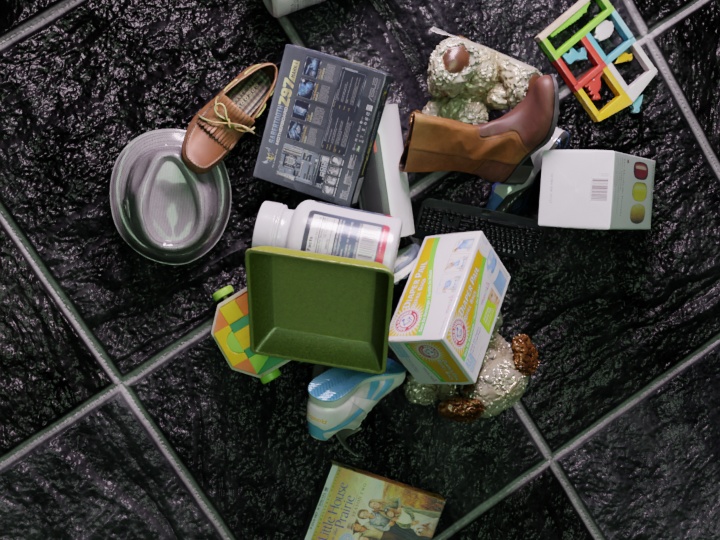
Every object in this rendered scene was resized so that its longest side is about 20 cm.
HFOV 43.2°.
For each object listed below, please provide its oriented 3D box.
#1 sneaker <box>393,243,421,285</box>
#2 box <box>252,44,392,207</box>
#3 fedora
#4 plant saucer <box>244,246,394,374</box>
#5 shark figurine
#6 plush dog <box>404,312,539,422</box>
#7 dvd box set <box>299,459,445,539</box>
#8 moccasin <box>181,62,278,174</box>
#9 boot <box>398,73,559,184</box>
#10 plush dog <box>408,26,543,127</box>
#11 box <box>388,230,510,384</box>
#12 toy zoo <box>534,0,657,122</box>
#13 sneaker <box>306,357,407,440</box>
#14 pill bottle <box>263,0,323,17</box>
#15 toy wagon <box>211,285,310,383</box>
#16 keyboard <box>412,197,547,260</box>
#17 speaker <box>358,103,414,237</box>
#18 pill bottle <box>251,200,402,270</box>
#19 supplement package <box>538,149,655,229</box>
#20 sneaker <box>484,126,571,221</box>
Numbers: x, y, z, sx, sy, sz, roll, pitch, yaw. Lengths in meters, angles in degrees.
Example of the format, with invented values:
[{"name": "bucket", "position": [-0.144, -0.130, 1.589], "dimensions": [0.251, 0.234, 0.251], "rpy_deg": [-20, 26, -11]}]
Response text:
[{"name": "sneaker", "position": [0.000, 0.000, 1.381], "dimensions": [0.199, 0.078, 0.087], "rpy_deg": [-29, 96, -8]}, {"name": "box", "position": [-0.056, -0.209, 1.319], "dimensions": [0.157, 0.051, 0.201], "rpy_deg": [18, 103, 11]}, {"name": "fedora", "position": [-0.273, -0.106, 1.309], "dimensions": [0.176, 0.090, 0.201], "rpy_deg": [2, 94, -11]}, {"name": "plant saucer", "position": [-0.054, 0.045, 1.255], "dimensions": [0.199, 0.048, 0.201], "rpy_deg": [9, 132, 6]}, {"name": "shark figurine", "position": [-0.042, 0.166, 1.382], "dimensions": [0.128, 0.089, 0.216], "rpy_deg": [8, 91, -10]}, {"name": "plush dog", "position": [0.186, 0.168, 1.373], "dimensions": [0.200, 0.172, 0.161], "rpy_deg": [-44, 100, -5]}, {"name": "dvd box set", "position": [0.019, 0.398, 1.441], "dimensions": [0.199, 0.029, 0.147], "rpy_deg": [21, 91, -13]}, {"name": "moccasin", "position": [-0.181, -0.219, 1.293], "dimensions": [0.074, 0.078, 0.202], "rpy_deg": [47, 63, -14]}, {"name": "boot", "position": [0.167, -0.210, 1.300], "dimensions": [0.199, 0.189, 0.069], "rpy_deg": [6, 50, -15]}, {"name": "plush dog", "position": [0.149, -0.255, 1.369], "dimensions": [0.199, 0.161, 0.172], "rpy_deg": [11, 111, -29]}, {"name": "box", "position": [0.130, 0.054, 1.335], "dimensions": [0.113, 0.101, 0.201], "rpy_deg": [51, 49, -37]}, {"name": "toy zoo", "position": [0.386, -0.332, 1.455], "dimensions": [0.131, 0.020, 0.200], "rpy_deg": [-39, 100, -6]}, {"name": "sneaker", "position": [-0.008, 0.179, 1.326], "dimensions": [0.200, 0.076, 0.081], "rpy_deg": [-19, 125, -47]}, {"name": "pill bottle", "position": [-0.053, -0.451, 1.311], "dimensions": [0.199, 0.114, 0.115], "rpy_deg": [-22, 99, -8]}, {"name": "toy wagon", "position": [-0.123, 0.069, 1.349], "dimensions": [0.200, 0.040, 0.156], "rpy_deg": [-30, 91, 13]}, {"name": "keyboard", "position": [0.181, -0.045, 1.400], "dimensions": [0.199, 0.040, 0.104], "rpy_deg": [11, 128, -4]}, {"name": "speaker", "position": [0.031, -0.148, 1.372], "dimensions": [0.081, 0.081, 0.201], "rpy_deg": [-9, 97, -10]}, {"name": "pill bottle", "position": [-0.048, -0.036, 1.296], "dimensions": [0.199, 0.120, 0.120], "rpy_deg": [12, 93, 4]}, {"name": "supplement package", "position": [0.359, -0.119, 1.370], "dimensions": [0.200, 0.109, 0.114], "rpy_deg": [-5, 99, -56]}, {"name": "sneaker", "position": [0.244, -0.146, 1.427], "dimensions": [0.077, 0.076, 0.200], "rpy_deg": [39, 97, 26]}]
